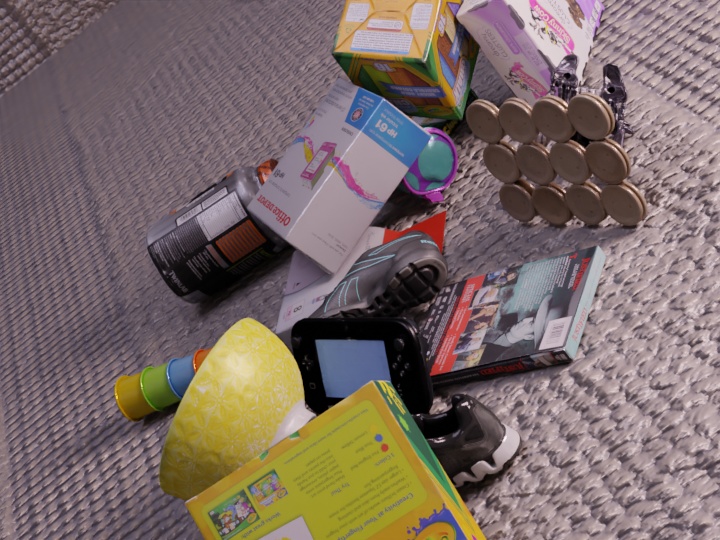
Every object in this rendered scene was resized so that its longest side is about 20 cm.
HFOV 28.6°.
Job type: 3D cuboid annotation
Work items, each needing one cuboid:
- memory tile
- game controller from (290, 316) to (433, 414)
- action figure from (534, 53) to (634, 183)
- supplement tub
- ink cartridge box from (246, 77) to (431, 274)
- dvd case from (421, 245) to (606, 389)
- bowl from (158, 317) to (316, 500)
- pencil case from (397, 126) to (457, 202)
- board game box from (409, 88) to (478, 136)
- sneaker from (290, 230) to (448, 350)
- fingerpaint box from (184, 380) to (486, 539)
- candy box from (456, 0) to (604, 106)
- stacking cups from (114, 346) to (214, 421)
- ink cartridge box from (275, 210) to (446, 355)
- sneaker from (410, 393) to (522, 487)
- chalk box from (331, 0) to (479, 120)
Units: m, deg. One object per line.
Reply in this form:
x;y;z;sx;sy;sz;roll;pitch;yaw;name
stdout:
0.200;-0.113;1.458;0.017;0.154;0.200;-40;26;-30;memory tile
-0.001;0.099;1.445;0.042;0.105;0.200;-5;2;-40;game controller
0.232;-0.153;1.508;0.118;0.200;0.102;16;79;10;action figure
-0.172;-0.054;1.862;0.200;0.123;0.123;-31;28;13;supplement tub
-0.029;-0.113;1.667;0.200;0.085;0.144;-56;29;1;ink cartridge box
0.142;0.051;1.422;0.200;0.022;0.146;-18;34;38;dvd case
-0.109;0.160;1.446;0.107;0.200;0.200;25;58;13;bowl
0.037;-0.137;1.771;0.085;0.093;0.200;-9;11;-29;pencil case
0.060;-0.194;1.900;0.200;0.023;0.105;-2;47;50;board game box
0.008;0.030;1.549;0.200;0.075;0.079;-33;37;13;sneaker
-0.020;0.216;1.209;0.200;0.167;0.073;-35;-13;10;fingerpaint box
0.213;-0.316;1.735;0.071;0.168;0.200;-19;33;37;candy box
-0.203;0.121;1.698;0.200;0.061;0.061;-25;30;26;stacking cups
0.000;0.000;1.649;0.200;0.057;0.163;-30;27;26;ink cartridge box
0.041;0.176;1.276;0.200;0.091;0.067;-34;23;9;sneaker
0.066;-0.263;1.718;0.124;0.200;0.124;7;72;25;chalk box
